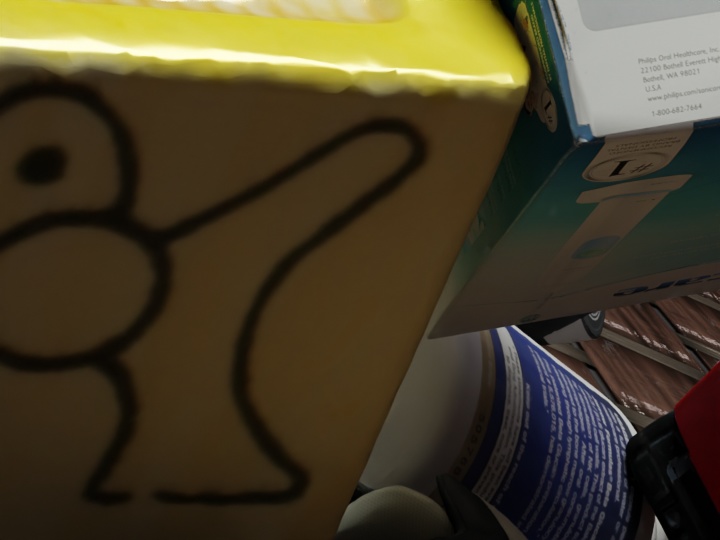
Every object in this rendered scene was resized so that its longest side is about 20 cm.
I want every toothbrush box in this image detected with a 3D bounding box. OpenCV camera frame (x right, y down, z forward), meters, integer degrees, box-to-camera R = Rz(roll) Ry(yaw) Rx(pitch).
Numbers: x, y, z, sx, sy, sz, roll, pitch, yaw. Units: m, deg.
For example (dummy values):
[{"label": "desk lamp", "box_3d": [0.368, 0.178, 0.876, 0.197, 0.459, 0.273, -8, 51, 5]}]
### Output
[{"label": "toothbrush box", "box_3d": [0.096, -0.053, 0.827, 0.146, 0.085, 0.200, -10, -15, -11]}]

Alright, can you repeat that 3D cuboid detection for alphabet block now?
[{"label": "alphabet block", "box_3d": [-0.093, -0.040, 0.803, 0.195, 0.200, 0.196, 2, 42, -25]}]

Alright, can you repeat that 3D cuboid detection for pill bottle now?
[{"label": "pill bottle", "box_3d": [0.035, 0.074, 1.022, 0.111, 0.111, 0.200, 34, -2, 40]}]

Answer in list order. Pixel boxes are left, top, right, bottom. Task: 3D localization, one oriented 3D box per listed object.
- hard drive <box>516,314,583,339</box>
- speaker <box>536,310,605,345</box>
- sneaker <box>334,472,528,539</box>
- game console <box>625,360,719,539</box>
[{"label": "hard drive", "box_3d": [0.000, 0.000, 1.054, 0.135, 0.200, 0.042, 45, 25, -53]}, {"label": "speaker", "box_3d": [-0.007, 0.000, 1.179, 0.200, 0.081, 0.081, -7, 2, 14]}, {"label": "sneaker", "box_3d": [0.040, 0.107, 0.916, 0.130, 0.079, 0.199, 49, 21, 1]}, {"label": "game console", "box_3d": [0.189, 0.116, 0.982, 0.172, 0.119, 0.200, 10, 50, -59]}]
